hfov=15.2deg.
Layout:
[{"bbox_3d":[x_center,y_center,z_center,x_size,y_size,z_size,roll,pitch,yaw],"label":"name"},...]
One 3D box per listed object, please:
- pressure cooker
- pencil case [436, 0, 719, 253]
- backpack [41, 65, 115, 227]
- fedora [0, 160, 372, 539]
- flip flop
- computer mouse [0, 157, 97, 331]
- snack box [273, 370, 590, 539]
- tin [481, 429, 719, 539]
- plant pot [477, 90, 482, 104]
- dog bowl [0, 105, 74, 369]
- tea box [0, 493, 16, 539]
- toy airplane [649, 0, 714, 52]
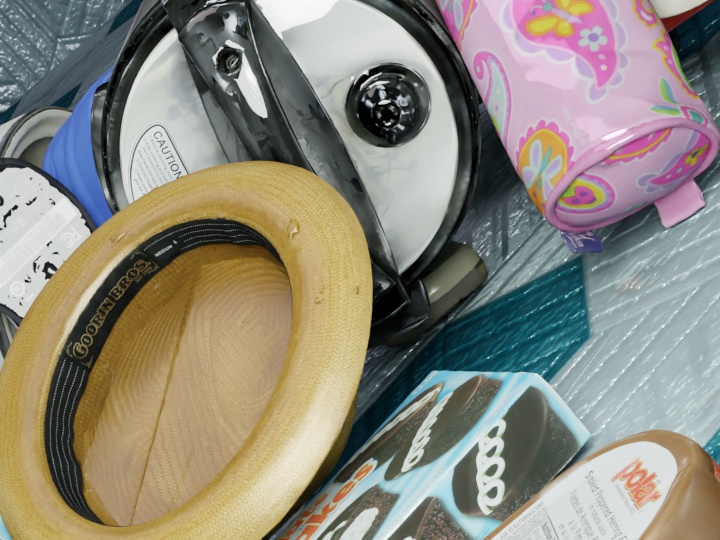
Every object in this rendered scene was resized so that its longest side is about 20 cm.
[{"bbox_3d":[-0.031,-0.071,1.229,0.200,0.176,0.179,-91,21,-73],"label":"pressure cooker"},{"bbox_3d":[0.084,-0.110,1.168,0.087,0.200,0.087,-19,-27,-10],"label":"pencil case"},{"bbox_3d":[-0.075,-0.056,1.514,0.200,0.163,0.168,-40,-3,-38],"label":"backpack"},{"bbox_3d":[-0.061,0.054,1.115,0.200,0.082,0.201,-18,53,26],"label":"fedora"},{"bbox_3d":[0.000,0.000,1.361,0.081,0.058,0.200,-46,14,-13],"label":"flip flop"},{"bbox_3d":[-0.159,0.046,1.421,0.140,0.200,0.046,-50,-2,-6],"label":"computer mouse"},{"bbox_3d":[-0.008,0.121,1.045,0.200,0.037,0.116,-46,12,-14],"label":"snack box"},{"bbox_3d":[0.043,0.129,0.879,0.200,0.042,0.112,-41,17,6],"label":"tin"},{"bbox_3d":[0.043,-0.171,1.436,0.200,0.200,0.193,-30,15,44],"label":"plant pot"},{"bbox_3d":[-0.190,0.010,1.545,0.074,0.200,0.200,-10,27,22],"label":"dog bowl"},{"bbox_3d":[-0.190,0.180,1.177,0.200,0.134,0.197,-36,16,26],"label":"tea box"},{"bbox_3d":[0.160,-0.181,1.285,0.199,0.141,0.200,-45,13,-14],"label":"toy airplane"}]
